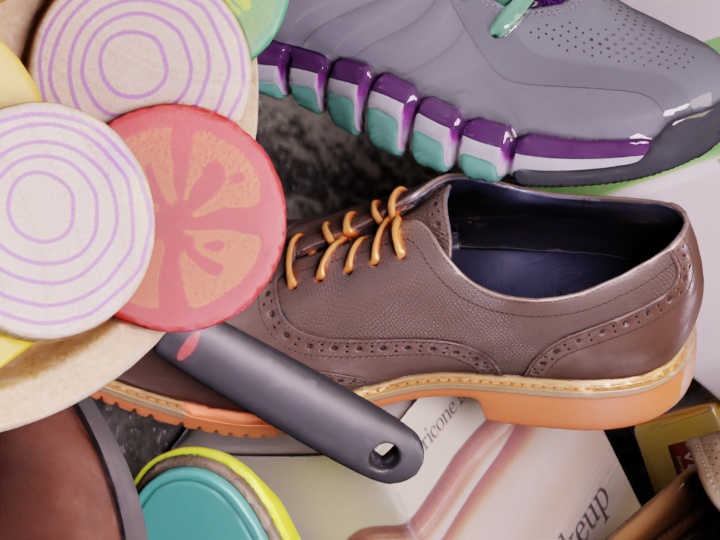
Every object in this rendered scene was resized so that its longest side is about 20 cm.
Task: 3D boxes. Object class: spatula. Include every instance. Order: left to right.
[{"bbox_3d":[-0.066,0.005,0.830,0.200,0.057,0.021,34,20,-10],"label":"spatula"}]

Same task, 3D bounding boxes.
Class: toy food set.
[{"bbox_3d":[-0.111,-0.053,0.775,0.200,0.049,0.198,-38,99,-21],"label":"toy food set"}]

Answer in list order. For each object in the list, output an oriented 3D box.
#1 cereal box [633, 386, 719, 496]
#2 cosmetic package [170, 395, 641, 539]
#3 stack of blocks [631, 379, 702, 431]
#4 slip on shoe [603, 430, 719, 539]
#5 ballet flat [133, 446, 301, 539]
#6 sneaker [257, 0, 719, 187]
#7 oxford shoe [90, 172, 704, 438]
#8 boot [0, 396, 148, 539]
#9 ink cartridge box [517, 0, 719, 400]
[{"bbox_3d":[0.185,0.088,1.058,0.200,0.039,0.145,-21,93,-48],"label":"cereal box"},{"bbox_3d":[0.036,0.102,0.971,0.103,0.087,0.200,-53,126,-37],"label":"cosmetic package"},{"bbox_3d":[0.140,0.003,1.113,0.115,0.058,0.201,-49,123,-40],"label":"stack of blocks"},{"bbox_3d":[0.124,0.069,0.894,0.061,0.200,0.076,39,18,-21],"label":"slip on shoe"},{"bbox_3d":[-0.031,0.141,0.917,0.067,0.066,0.201,-46,127,-67],"label":"ballet flat"},{"bbox_3d":[0.013,-0.086,0.858,0.074,0.199,0.088,-48,146,-48],"label":"sneaker"},{"bbox_3d":[0.000,0.000,0.867,0.073,0.199,0.072,92,-5,-50],"label":"oxford shoe"},{"bbox_3d":[-0.156,0.101,0.770,0.199,0.068,0.189,12,72,-33],"label":"boot"},{"bbox_3d":[0.130,-0.072,0.968,0.145,0.084,0.201,37,47,-38],"label":"ink cartridge box"}]
